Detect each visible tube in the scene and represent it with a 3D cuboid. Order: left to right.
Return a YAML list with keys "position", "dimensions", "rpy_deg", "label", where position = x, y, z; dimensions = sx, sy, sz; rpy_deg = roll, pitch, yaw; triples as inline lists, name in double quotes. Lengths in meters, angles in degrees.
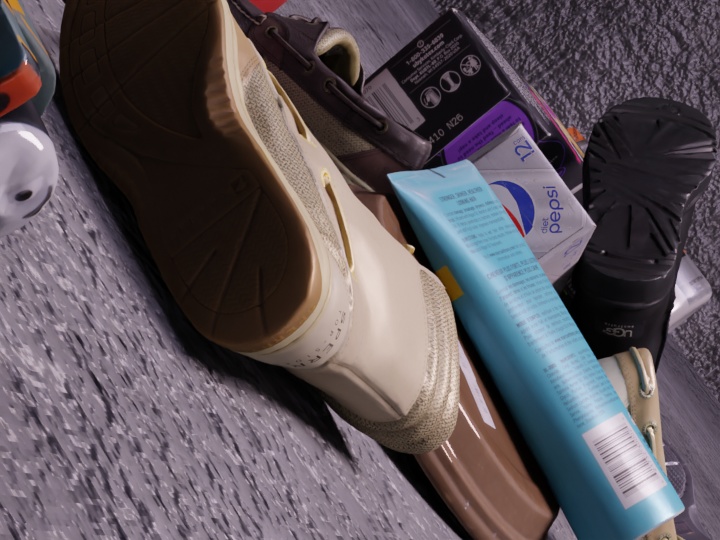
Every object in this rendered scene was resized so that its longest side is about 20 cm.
- position: [0.081, 0.037, 0.973]
  dimensions: [0.201, 0.050, 0.077]
  rpy_deg: [61, 26, 8]
  label: "tube"

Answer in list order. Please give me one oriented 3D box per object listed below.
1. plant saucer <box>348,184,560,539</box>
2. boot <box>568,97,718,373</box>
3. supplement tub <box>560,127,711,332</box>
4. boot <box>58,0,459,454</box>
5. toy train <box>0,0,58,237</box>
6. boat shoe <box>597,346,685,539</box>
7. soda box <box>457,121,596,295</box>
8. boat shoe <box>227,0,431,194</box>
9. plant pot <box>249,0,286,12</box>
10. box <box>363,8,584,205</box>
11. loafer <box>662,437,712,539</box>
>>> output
- position: [0.041, 0.045, 0.969]
  dimensions: [0.201, 0.029, 0.200]
  rpy_deg: [57, 13, -22]
  label: "plant saucer"
- position: [0.148, 0.016, 1.188]
  dimensions: [0.199, 0.073, 0.163]
  rpy_deg: [-69, 168, -50]
  label: "boot"
- position: [0.214, -0.022, 1.884]
  dimensions: [0.200, 0.122, 0.123]
  rpy_deg: [54, 9, 8]
  label: "supplement tub"
- position: [-0.035, -0.029, 0.811]
  dimensions: [0.155, 0.073, 0.201]
  rpy_deg: [39, 18, -55]
  label: "boot"
- position: [-0.137, -0.096, 0.547]
  dimensions: [0.200, 0.085, 0.114]
  rpy_deg: [59, 1, 31]
  label: "toy train"
- position: [0.148, 0.133, 1.050]
  dimensions: [0.073, 0.063, 0.201]
  rpy_deg: [-104, 171, -71]
  label: "boat shoe"
- position: [0.071, -0.008, 1.115]
  dimensions: [0.068, 0.063, 0.200]
  rpy_deg: [55, -9, 10]
  label: "soda box"
- position: [-0.026, -0.104, 1.138]
  dimensions: [0.200, 0.065, 0.073]
  rpy_deg: [52, 11, 31]
  label: "boat shoe"
- position: [-0.067, -0.274, 1.247]
  dimensions: [0.201, 0.182, 0.200]
  rpy_deg: [50, 8, -9]
  label: "plant pot"
- position: [0.071, -0.063, 1.311]
  dimensions: [0.106, 0.122, 0.200]
  rpy_deg: [55, 9, 21]
  label: "box"
- position: [0.166, 0.159, 1.203]
  dimensions: [0.071, 0.063, 0.200]
  rpy_deg: [0, 34, -22]
  label: "loafer"
